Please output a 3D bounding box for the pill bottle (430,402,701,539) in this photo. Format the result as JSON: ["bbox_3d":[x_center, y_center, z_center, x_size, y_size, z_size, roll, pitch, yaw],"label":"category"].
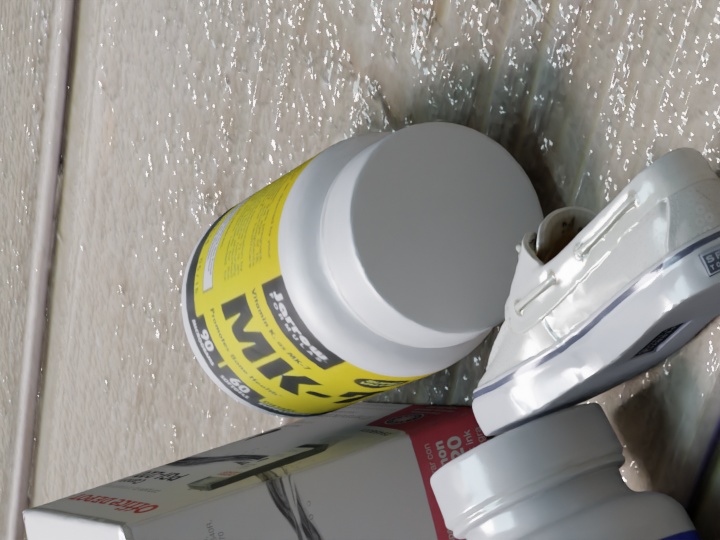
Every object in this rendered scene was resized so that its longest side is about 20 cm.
[{"bbox_3d":[0.106,0.163,1.161,0.200,0.112,0.112,66,154,12],"label":"pill bottle"}]

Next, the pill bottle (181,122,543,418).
[{"bbox_3d":[0.000,0.000,1.262,0.200,0.114,0.114,-28,82,65],"label":"pill bottle"}]

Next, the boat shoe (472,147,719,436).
[{"bbox_3d":[0.096,0.008,1.127,0.070,0.071,0.200,66,152,13],"label":"boat shoe"}]

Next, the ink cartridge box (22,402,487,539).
[{"bbox_3d":[-0.047,0.131,1.344,0.146,0.200,0.085,-4,104,64],"label":"ink cartridge box"}]
